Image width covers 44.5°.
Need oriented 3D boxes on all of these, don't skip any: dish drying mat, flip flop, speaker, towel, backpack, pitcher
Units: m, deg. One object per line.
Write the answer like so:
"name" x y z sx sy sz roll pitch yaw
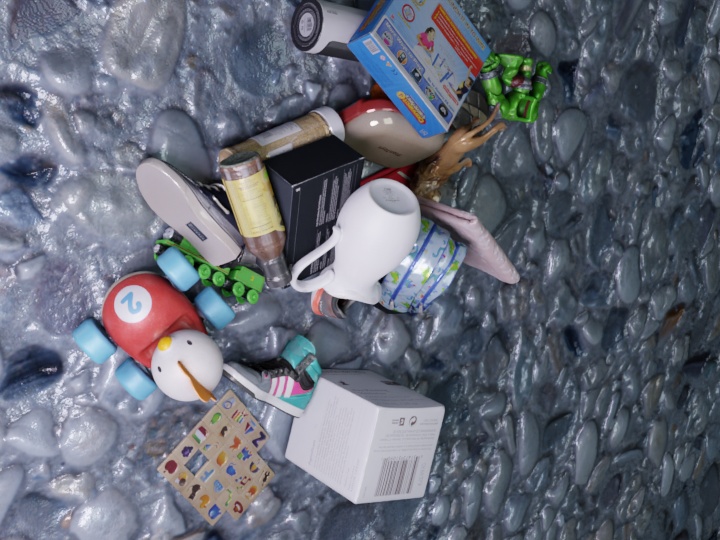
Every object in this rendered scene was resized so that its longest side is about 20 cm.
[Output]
"dish drying mat" 0.032 -0.130 1.522 0.200 0.018 0.077 -29 122 -33
"flip flop" 0.144 -0.291 1.555 0.199 0.058 0.082 9 102 -28
"speaker" -0.007 -0.367 1.370 0.199 0.081 0.082 -2 104 -43
"towel" 0.168 -0.057 1.539 0.032 0.191 0.200 -58 137 -10
"backpack" 0.098 -0.011 1.480 0.163 0.153 0.200 -54 162 -19
"pitcher" -0.008 -0.038 1.324 0.171 0.122 0.200 -4 140 -32

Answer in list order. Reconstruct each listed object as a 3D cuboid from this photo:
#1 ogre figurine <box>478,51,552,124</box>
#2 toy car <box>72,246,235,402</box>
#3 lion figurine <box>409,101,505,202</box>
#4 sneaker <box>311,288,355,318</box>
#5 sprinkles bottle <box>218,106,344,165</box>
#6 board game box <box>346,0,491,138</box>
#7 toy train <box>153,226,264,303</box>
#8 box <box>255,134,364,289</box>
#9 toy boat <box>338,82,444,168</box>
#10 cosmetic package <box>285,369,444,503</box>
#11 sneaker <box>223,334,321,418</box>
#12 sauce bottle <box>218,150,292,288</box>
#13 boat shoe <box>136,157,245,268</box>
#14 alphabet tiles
"ogre figurine" 0.285 -0.336 1.633 0.200 0.098 0.121 -11 105 -64
"toy car" -0.252 0.104 1.182 0.184 0.200 0.177 -42 129 -7
"lion figurine" 0.160 -0.202 1.506 0.122 0.073 0.200 -30 160 -38
"sneaker" 0.000 0.000 1.483 0.201 0.082 0.077 -59 140 -9
"sprinkles bottle" -0.117 -0.186 1.333 0.200 0.068 0.069 -29 121 -32
"board game box" 0.097 -0.347 1.369 0.200 0.056 0.196 47 55 -27
"toy train" -0.222 -0.006 1.312 0.200 0.042 0.057 32 67 -41
"box" -0.080 -0.089 1.345 0.141 0.079 0.201 -29 144 -36
"toy boat" 0.047 -0.252 1.447 0.199 0.130 0.131 13 65 -44
"cosmetic package" 0.005 0.275 1.496 0.164 0.200 0.166 8 98 -43
"sneaker" -0.130 0.154 1.413 0.121 0.083 0.200 -59 141 -5
"sauce bottle" -0.145 -0.070 1.258 0.065 0.065 0.201 -33 122 -31
"boat shoe" -0.233 -0.100 1.264 0.200 0.074 0.093 53 39 -28
"alphabet tiles" -0.219 0.316 1.437 0.167 0.008 0.200 -48 130 -22
